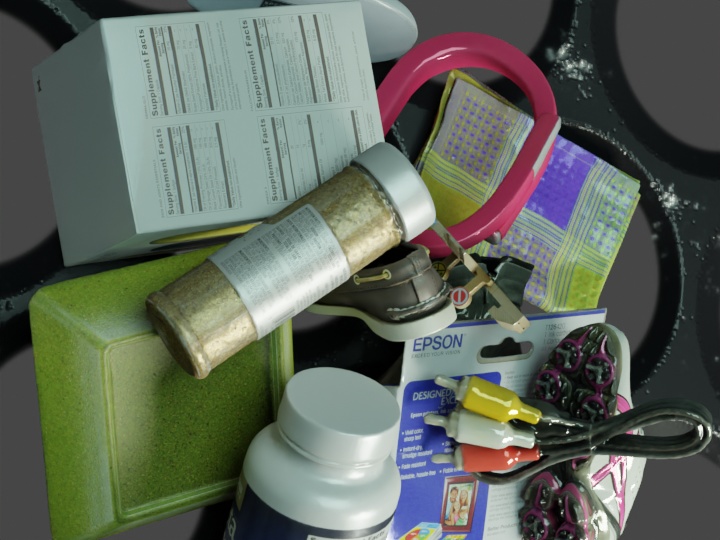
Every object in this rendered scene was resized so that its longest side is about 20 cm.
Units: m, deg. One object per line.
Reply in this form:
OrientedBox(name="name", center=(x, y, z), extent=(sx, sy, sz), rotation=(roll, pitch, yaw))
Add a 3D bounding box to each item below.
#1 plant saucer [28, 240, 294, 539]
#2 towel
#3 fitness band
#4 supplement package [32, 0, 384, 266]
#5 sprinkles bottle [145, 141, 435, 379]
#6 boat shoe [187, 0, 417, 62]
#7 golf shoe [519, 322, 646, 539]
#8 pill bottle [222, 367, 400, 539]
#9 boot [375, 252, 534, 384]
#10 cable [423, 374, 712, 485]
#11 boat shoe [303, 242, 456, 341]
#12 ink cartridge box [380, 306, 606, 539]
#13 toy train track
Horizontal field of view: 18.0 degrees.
OrientedBox(name="plant saucer", center=(-0.124, 0.090, 1.598), extent=(0.199, 0.048, 0.201), rotation=(-14, 115, -27))
OrientedBox(name="towel", center=(0.126, -0.056, 1.807), extent=(0.200, 0.023, 0.144), rotation=(31, 69, -19))
OrientedBox(name="fitness band", center=(0.068, -0.095, 1.740), extent=(0.143, 0.037, 0.200), rotation=(24, 66, 18))
OrientedBox(name="supplement package", center=(-0.107, -0.097, 1.625), extent=(0.200, 0.152, 0.151), rotation=(-8, 85, -28))
OrientedBox(name="sprinkles bottle", center=(-0.046, -0.007, 1.533), extent=(0.200, 0.068, 0.068), rotation=(-34, 97, -14))
OrientedBox(name="boat shoe", center=(-0.048, -0.214, 1.728), extent=(0.200, 0.070, 0.066), rotation=(10, 49, -26))
OrientedBox(name="golf shoe", center=(0.173, 0.122, 1.686), extent=(0.092, 0.073, 0.200), rotation=(-20, 128, -41))
OrientedBox(name="pill bottle", center=(-0.035, 0.172, 1.588), extent=(0.111, 0.111, 0.200), rotation=(1, 121, -26))
OrientedBox(name="boot", center=(0.044, 0.053, 1.707), extent=(0.200, 0.068, 0.131), rotation=(-10, 104, -35))
OrientedBox(name="cable", center=(0.145, 0.124, 1.608), extent=(0.050, 0.199, 0.097), rotation=(-62, 157, -56))
OrientedBox(name="boat shoe", center=(0.000, 0.000, 1.633), extent=(0.072, 0.200, 0.060), rotation=(-25, 110, -21))
OrientedBox(name="ink cartridge box", center=(0.087, 0.125, 1.687), extent=(0.197, 0.047, 0.201), rotation=(-4, 105, -38))
OrientedBox(name="toy train track", center=(0.046, -0.024, 1.638), extent=(0.033, 0.115, 0.200), rotation=(-41, 66, 2))
